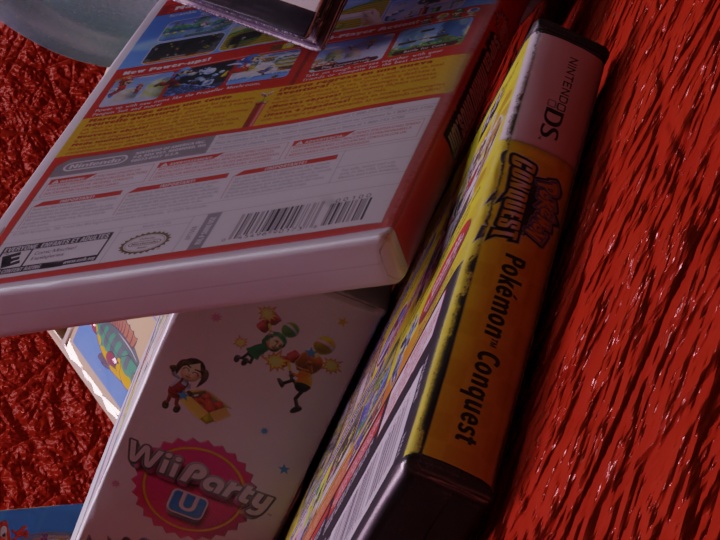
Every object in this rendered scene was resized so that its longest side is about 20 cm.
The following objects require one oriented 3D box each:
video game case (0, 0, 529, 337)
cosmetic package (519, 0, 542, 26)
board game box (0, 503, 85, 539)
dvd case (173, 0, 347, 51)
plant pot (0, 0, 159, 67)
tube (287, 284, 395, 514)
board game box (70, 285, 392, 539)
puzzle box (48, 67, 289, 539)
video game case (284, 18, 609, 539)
[{"bbox_3d":[-0.029,-0.047,0.779,0.200,0.142,0.017,-64,-39,-54],"label":"video game case"},{"bbox_3d":[0.013,-0.104,0.892,0.200,0.082,0.051,-49,16,45],"label":"cosmetic package"},{"bbox_3d":[-0.181,0.176,1.097,0.200,0.195,0.056,111,151,-55],"label":"board game box"},{"bbox_3d":[-0.033,-0.185,0.827,0.016,0.148,0.201,30,-98,-59],"label":"dvd case"},{"bbox_3d":[-0.072,-0.194,0.948,0.134,0.200,0.201,-23,36,43],"label":"plant pot"},{"bbox_3d":[0.000,0.000,0.980,0.200,0.052,0.058,-78,-28,-46],"label":"tube"},{"bbox_3d":[-0.047,0.042,0.855,0.148,0.064,0.200,-77,9,-58],"label":"board game box"},{"bbox_3d":[-0.077,0.017,1.091,0.200,0.025,0.133,49,125,37],"label":"puzzle box"},{"bbox_3d":[0.008,0.055,0.700,0.181,0.025,0.200,-71,6,-47],"label":"video game case"}]
